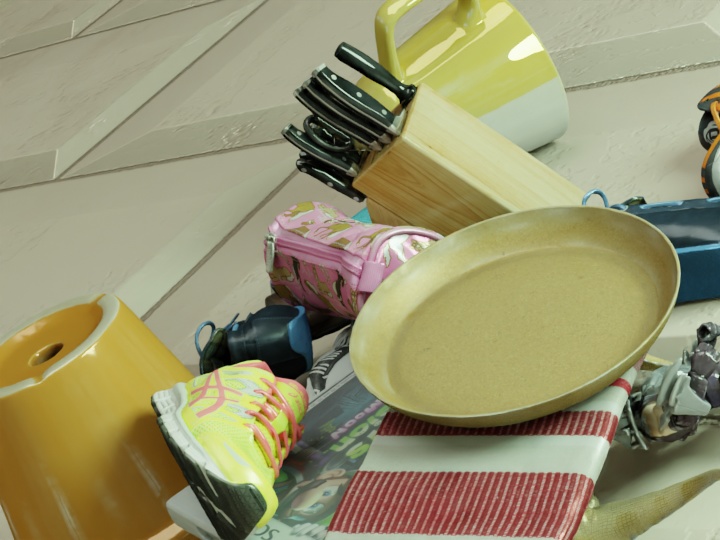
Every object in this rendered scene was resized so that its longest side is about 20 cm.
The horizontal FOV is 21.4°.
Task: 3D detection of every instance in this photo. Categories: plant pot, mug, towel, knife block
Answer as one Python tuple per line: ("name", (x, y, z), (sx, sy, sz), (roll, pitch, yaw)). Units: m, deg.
("plant pot", (0.092, 0.030, 1.118), (0.200, 0.028, 0.200), (-15, 32, 10))
("mug", (0.065, -0.157, 1.626), (0.153, 0.187, 0.149), (-32, 13, -13))
("towel", (0.072, 0.100, 1.066), (0.144, 0.023, 0.200), (-3, 35, 29))
("knife block", (0.050, -0.088, 1.371), (0.200, 0.176, 0.064), (2, 46, 19))
("plant pot", (-0.176, 0.124, 1.310), (0.200, 0.183, 0.200), (-25, 22, 11))

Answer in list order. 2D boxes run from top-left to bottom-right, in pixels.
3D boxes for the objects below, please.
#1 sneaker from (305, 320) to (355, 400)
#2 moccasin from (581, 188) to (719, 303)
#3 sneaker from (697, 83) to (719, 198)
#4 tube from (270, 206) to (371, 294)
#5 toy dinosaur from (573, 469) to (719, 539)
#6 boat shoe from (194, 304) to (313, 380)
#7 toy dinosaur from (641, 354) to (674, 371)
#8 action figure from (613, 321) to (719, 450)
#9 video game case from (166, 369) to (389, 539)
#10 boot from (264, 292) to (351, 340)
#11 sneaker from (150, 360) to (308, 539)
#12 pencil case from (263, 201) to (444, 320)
("sneaker", (0.037, 0.064, 1.327), (0.115, 0.075, 0.200), (-22, 19, 25))
("moccasin", (0.194, -0.014, 1.321), (0.200, 0.080, 0.068), (0, 48, 29))
("sneaker", (0.284, -0.092, 1.392), (0.112, 0.078, 0.200), (-10, 17, 48))
("tube", (0.004, -0.027, 1.618), (0.077, 0.050, 0.200), (9, 36, 40))
("toy dinosaur", (0.121, 0.148, 1.073), (0.200, 0.058, 0.101), (-31, 36, 15))
("boat shoe", (-0.088, 0.060, 1.395), (0.069, 0.084, 0.200), (-7, -18, -16))
("toy dinosaur", (0.143, 0.045, 1.234), (0.058, 0.200, 0.101), (-63, -8, -9))
("action figure", (0.220, 0.060, 1.111), (0.200, 0.069, 0.130), (-16, 10, 14))
("video game case", (-0.003, 0.112, 1.170), (0.200, 0.023, 0.182), (-34, 21, -21))
("boot", (-0.002, -0.002, 1.508), (0.200, 0.064, 0.186), (-31, 10, -11))
("sneaker", (-0.071, 0.096, 1.154), (0.090, 0.078, 0.200), (-27, 19, -5))
("pencil case", (0.000, 0.000, 1.308), (0.086, 0.083, 0.200), (-24, 16, -19))
